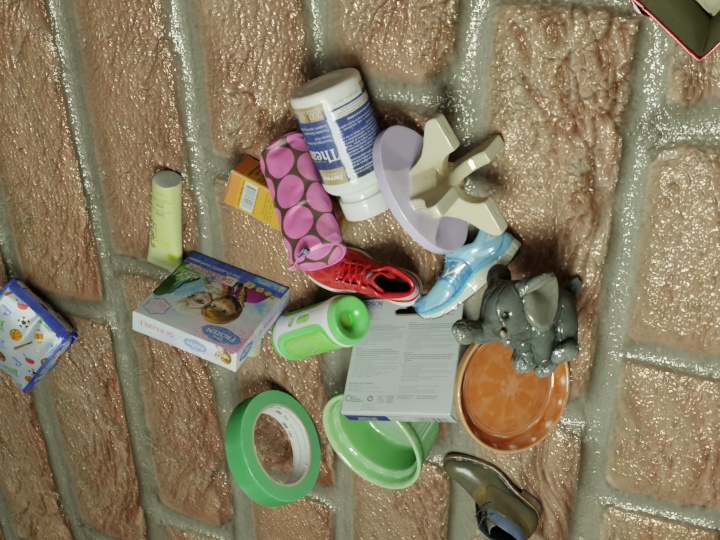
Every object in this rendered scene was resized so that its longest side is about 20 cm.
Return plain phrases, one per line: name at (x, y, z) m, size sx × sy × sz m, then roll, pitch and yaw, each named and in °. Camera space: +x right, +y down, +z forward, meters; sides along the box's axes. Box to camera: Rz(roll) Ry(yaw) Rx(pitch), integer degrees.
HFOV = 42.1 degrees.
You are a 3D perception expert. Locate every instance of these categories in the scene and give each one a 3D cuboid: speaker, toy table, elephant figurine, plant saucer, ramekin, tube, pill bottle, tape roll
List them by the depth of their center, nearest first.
toy table at (0.115, -0.123, 1.307) m, size 0.200 × 0.186 × 0.116 m, roll 46°, pitch 145°, yaw -22°
elephant figurine at (0.222, 0.053, 1.309) m, size 0.140 × 0.158 × 0.200 m, roll -28°, pitch 134°, yaw 24°
pill bottle at (-0.020, -0.181, 1.366) m, size 0.109 × 0.111 × 0.203 m, roll -8°, pitch 116°, yaw 30°
plant saucer at (0.232, 0.178, 1.443) m, size 0.203 × 0.199 × 0.032 m, roll 58°, pitch 167°, yaw -17°
speaker at (-0.070, 0.097, 1.560) m, size 0.089 × 0.089 × 0.198 m, roll 53°, pitch 143°, yaw -13°
ramekin at (0.040, 0.266, 1.611) m, size 0.197 × 0.098 × 0.203 m, roll 22°, pitch 133°, yaw 25°
tube at (-0.339, -0.078, 1.633) m, size 0.058 × 0.051 × 0.203 m, roll 56°, pitch 147°, yaw 38°
tape roll at (-0.156, 0.322, 1.697) m, size 0.048 × 0.201 × 0.202 m, roll -24°, pitch 108°, yaw 35°

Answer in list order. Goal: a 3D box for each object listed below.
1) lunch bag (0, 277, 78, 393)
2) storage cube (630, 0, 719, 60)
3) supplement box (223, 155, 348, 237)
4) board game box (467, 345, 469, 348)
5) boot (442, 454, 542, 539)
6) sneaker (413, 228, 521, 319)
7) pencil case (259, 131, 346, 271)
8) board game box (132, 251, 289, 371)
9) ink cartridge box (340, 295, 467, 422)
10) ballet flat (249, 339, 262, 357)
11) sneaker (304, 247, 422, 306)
lunch bag at (-0.665, 0.119, 1.872) m, size 0.170 × 0.124 × 0.200 m, roll 43°, pitch 136°, yaw -4°
storage cube at (0.374, -0.372, 1.006) m, size 0.170 × 0.180 × 0.200 m, roll 40°, pitch 130°, yaw -3°
supplement box at (-0.116, -0.104, 1.493) m, size 0.197 × 0.067 × 0.070 m, roll 29°, pitch 126°, yaw 6°
board game box at (0.171, 0.153, 1.538) m, size 0.196 × 0.029 × 0.137 m, roll -11°, pitch 114°, yaw 31°
boot at (0.222, 0.402, 1.627) m, size 0.197 × 0.097 × 0.076 m, roll 30°, pitch 129°, yaw 6°
sneaker at (0.151, -0.005, 1.425) m, size 0.200 × 0.078 × 0.090 m, roll -42°, pitch 85°, yaw 26°
pencil case at (-0.092, -0.102, 1.405) m, size 0.092 × 0.091 × 0.204 m, roll -24°, pitch 68°, yaw 15°
board game box at (-0.249, 0.064, 1.579) m, size 0.196 × 0.200 × 0.042 m, roll 19°, pitch 127°, yaw 13°
ink cartridge box at (0.075, 0.141, 1.498) m, size 0.192 × 0.204 × 0.043 m, roll -3°, pitch 151°, yaw 29°
ballet flat at (-0.271, 0.119, 1.714) m, size 0.196 × 0.068 × 0.063 m, roll 14°, pitch 135°, yaw 18°
sneaker at (0.000, 0.000, 1.460) m, size 0.195 × 0.116 × 0.080 m, roll 10°, pitch 84°, yaw 8°
